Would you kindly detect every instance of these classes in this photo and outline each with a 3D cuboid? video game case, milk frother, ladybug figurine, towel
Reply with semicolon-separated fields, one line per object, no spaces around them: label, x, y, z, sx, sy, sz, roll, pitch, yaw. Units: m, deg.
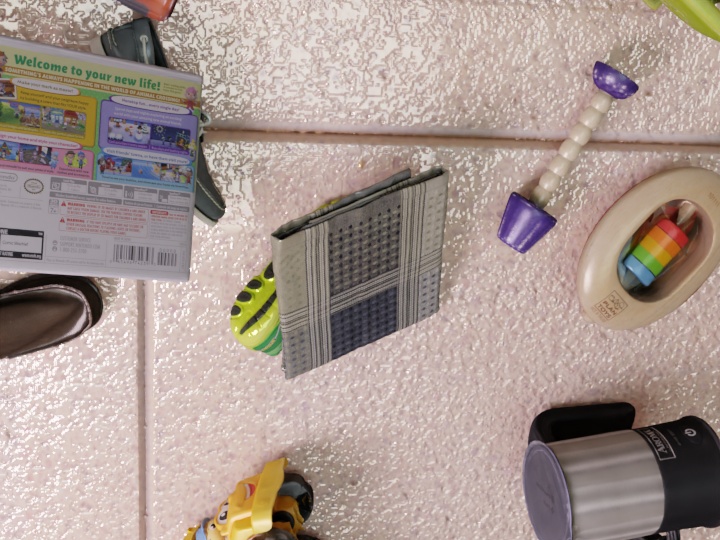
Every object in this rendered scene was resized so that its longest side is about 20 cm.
video game case;-0.229;-0.088;0.817;0.197;0.022;0.186;4;89;-36
milk frother;0.271;0.258;1.058;0.185;0.180;0.204;-6;103;-13
ladybug figurine;0.300;-0.025;1.025;0.200;0.072;0.136;-44;110;5
towel;0.000;0.000;0.938;0.190;0.035;0.202;-22;139;-22

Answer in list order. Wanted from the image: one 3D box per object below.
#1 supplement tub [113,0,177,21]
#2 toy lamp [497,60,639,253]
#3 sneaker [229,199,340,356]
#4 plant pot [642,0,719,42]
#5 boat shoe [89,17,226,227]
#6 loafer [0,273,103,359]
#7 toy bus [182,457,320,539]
supplement tub;-0.234;-0.297;0.814;0.197;0.107;0.108;22;103;-18
toy lamp;0.204;-0.110;0.987;0.058;0.058;0.202;26;102;-18
sneaker;-0.045;0.005;0.981;0.199;0.074;0.084;-42;144;-3
plant pot;0.290;-0.345;0.859;0.199;0.182;0.200;38;99;-20
boat shoe;-0.171;-0.135;0.899;0.061;0.073;0.202;-29;106;4
loafer;-0.343;0.058;0.930;0.197;0.071;0.074;-15;111;-5
toy bus;-0.133;0.320;1.040;0.188;0.136;0.203;-10;109;10
